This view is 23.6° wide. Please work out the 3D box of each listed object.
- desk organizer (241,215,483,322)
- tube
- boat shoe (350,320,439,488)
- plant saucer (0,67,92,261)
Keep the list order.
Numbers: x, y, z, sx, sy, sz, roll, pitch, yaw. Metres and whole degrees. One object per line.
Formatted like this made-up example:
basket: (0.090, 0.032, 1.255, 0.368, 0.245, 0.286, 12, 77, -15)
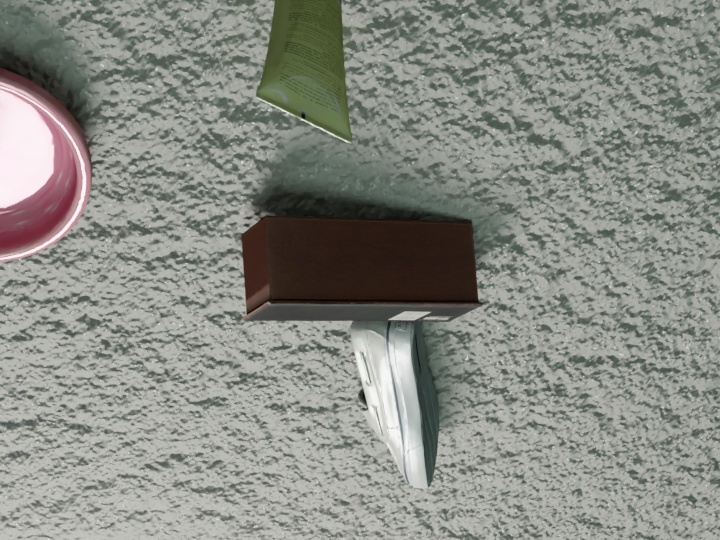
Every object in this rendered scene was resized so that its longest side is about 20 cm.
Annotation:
desk organizer: (0.000, 0.000, 1.505, 0.200, 0.077, 0.072, 1, 167, -22)
tube: (-0.041, -0.167, 1.279, 0.058, 0.200, 0.052, -9, 128, 6)
boat shoe: (0.032, 0.119, 1.626, 0.067, 0.074, 0.200, 3, 123, 16)
plant saucer: (-0.322, -0.096, 1.434, 0.200, 0.051, 0.201, -1, 132, -1)
